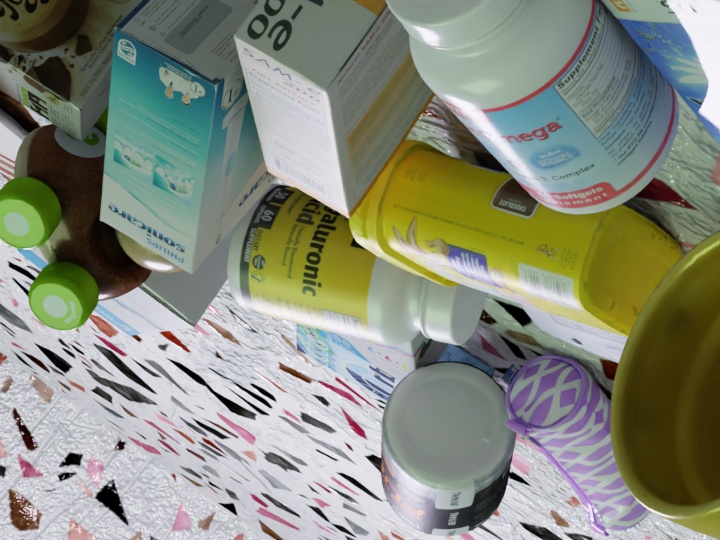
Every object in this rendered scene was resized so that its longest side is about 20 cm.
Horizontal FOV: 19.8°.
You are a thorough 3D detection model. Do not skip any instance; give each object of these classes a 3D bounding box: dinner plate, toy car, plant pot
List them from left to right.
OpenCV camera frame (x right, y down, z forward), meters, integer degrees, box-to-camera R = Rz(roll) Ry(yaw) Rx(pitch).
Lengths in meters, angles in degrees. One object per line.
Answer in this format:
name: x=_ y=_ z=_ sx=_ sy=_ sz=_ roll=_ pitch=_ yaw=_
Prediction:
dinner plate: x=-0.402 y=-0.153 z=2.199 sx=0.199 sy=0.024 sz=0.200 roll=30 pitch=162 yaw=11
toy car: x=-0.171 y=-0.058 z=1.682 sx=0.199 sy=0.165 sz=0.158 roll=-9 pitch=120 yaw=24
plant pot: x=0.294 y=0.093 z=1.323 sx=0.188 sy=0.202 sz=0.200 roll=25 pitch=169 yaw=-27

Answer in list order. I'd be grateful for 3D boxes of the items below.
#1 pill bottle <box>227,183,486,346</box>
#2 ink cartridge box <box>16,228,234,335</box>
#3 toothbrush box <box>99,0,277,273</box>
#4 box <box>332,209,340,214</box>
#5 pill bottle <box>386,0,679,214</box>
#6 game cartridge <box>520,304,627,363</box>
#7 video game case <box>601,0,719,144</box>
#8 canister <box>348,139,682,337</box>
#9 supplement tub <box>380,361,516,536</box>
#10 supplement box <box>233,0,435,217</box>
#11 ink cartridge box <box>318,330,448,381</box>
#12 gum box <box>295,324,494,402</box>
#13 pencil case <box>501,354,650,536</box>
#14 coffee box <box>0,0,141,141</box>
pill bottle: x=0.000 y=0.000 z=1.702 sx=0.199 sy=0.112 sz=0.111 roll=13 pitch=157 yaw=21
ink cartridge box: x=-0.202 y=-0.041 z=1.922 sx=0.146 sy=0.147 sz=0.200 roll=39 pitch=163 yaw=-16
toothbrush box: x=-0.100 y=-0.120 z=1.413 sx=0.085 sy=0.147 sz=0.201 roll=29 pitch=144 yaw=13
box: x=-0.060 y=-0.130 z=1.579 sx=0.198 sy=0.050 sz=0.200 roll=30 pitch=162 yaw=9
pill bottle: x=0.096 y=-0.122 z=1.162 sx=0.108 sy=0.109 sz=0.200 roll=19 pitch=166 yaw=39
game cartridge: x=0.197 y=0.030 z=1.574 sx=0.199 sy=0.042 sz=0.133 roll=17 pitch=161 yaw=43
video game case: x=0.244 y=-0.102 z=1.096 sx=0.200 sy=0.046 sz=0.181 roll=44 pitch=162 yaw=-32
canister: x=0.112 y=-0.021 z=1.463 sx=0.199 sy=0.087 sz=0.148 roll=18 pitch=175 yaw=36
supplement tub: x=0.079 y=0.171 z=1.895 sx=0.122 sy=0.123 sz=0.200 roll=29 pitch=160 yaw=13
supplement box: x=-0.010 y=-0.136 z=1.332 sx=0.073 sy=0.126 sz=0.200 roll=30 pitch=163 yaw=14
ink cartridge box: x=0.015 y=0.022 z=1.833 sx=0.115 sy=0.068 sz=0.200 roll=28 pitch=163 yaw=16
gum box: x=0.030 y=0.087 z=2.030 sx=0.199 sy=0.045 sz=0.170 roll=31 pitch=163 yaw=8
pencil case: x=0.200 y=0.156 z=1.838 sx=0.084 sy=0.086 sz=0.200 roll=17 pitch=158 yaw=44
coffee box: x=-0.274 y=-0.210 z=1.641 sx=0.199 sy=0.113 sz=0.080 roll=32 pitch=164 yaw=4
